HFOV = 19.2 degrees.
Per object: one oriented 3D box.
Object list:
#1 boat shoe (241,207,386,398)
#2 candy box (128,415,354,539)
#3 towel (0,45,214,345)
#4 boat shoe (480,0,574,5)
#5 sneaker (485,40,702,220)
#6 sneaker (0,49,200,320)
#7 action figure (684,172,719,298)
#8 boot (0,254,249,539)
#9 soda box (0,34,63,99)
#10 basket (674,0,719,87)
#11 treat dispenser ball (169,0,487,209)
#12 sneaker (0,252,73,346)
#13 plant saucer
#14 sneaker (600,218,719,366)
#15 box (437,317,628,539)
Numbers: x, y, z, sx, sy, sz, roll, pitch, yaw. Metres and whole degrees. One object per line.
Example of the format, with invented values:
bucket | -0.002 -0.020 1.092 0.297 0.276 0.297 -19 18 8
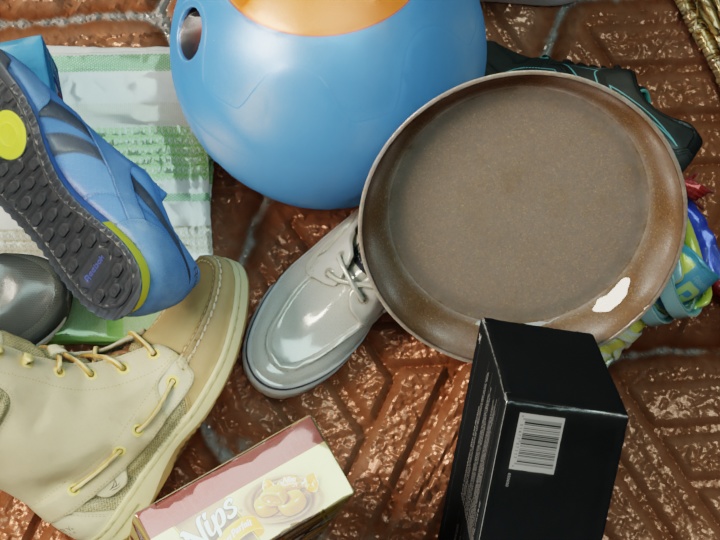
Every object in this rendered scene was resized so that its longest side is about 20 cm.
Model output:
boat shoe | 0.000 0.000 1.378 0.071 0.070 0.200 45 73 4
candy box | -0.076 0.154 1.259 0.115 0.200 0.055 -29 81 -14
towel | -0.169 -0.049 1.391 0.149 0.031 0.201 0 78 -6
boat shoe | 0.069 -0.212 1.446 0.199 0.068 0.072 -1 75 -8
sneaker | 0.142 -0.101 1.392 0.079 0.075 0.200 -37 47 -10
sneaker | -0.172 -0.056 1.287 0.200 0.066 0.078 52 35 12
action figure | 0.210 -0.047 1.429 0.052 0.065 0.200 -43 86 6
boot | -0.170 0.056 1.298 0.155 0.073 0.200 31 88 -28
soda box | -0.288 -0.090 1.343 0.199 0.068 0.064 -13 78 -2
basket | 0.310 -0.200 1.441 0.149 0.143 0.200 -22 80 -14
treat dispenser ball | -0.020 -0.139 1.343 0.200 0.201 0.202 2 75 -8
sneaker | -0.278 0.027 1.310 0.199 0.085 0.075 -9 78 -1
plant saucer | 0.098 -0.034 1.293 0.199 0.032 0.201 -1 119 -2
sneaker | 0.159 0.037 1.362 0.130 0.080 0.201 3 71 32
box | 0.096 0.148 1.275 0.079 0.141 0.201 8 108 -8
